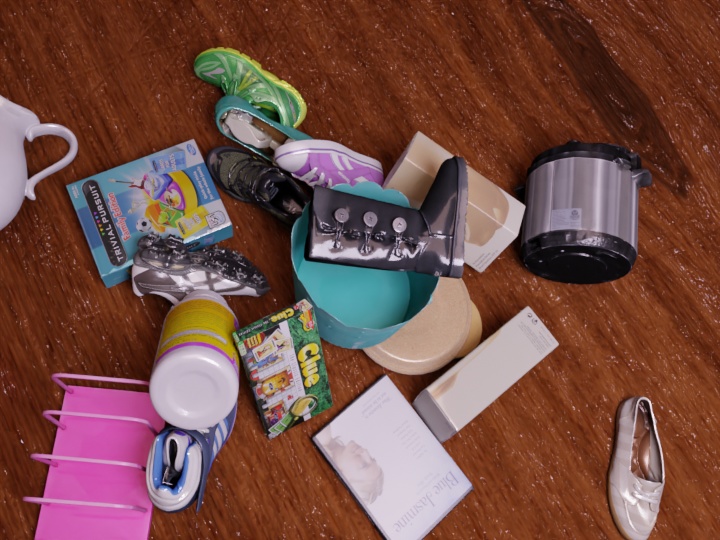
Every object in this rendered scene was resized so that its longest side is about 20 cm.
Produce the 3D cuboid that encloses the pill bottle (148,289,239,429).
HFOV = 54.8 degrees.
[{"bbox_3d":[-0.203,0.100,0.874,0.101,0.201,0.107,-3,115,-8],"label":"pill bottle"}]

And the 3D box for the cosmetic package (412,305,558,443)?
[{"bbox_3d":[0.174,0.147,0.979,0.198,0.106,0.072,-34,76,-20],"label":"cosmetic package"}]

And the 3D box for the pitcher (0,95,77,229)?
[{"bbox_3d":[-0.503,-0.146,0.982,0.168,0.121,0.204,14,56,-20],"label":"pitcher"}]

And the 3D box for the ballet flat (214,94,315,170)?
[{"bbox_3d":[-0.137,-0.192,1.057,0.197,0.068,0.071,29,34,-11],"label":"ballet flat"}]

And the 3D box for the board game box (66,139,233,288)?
[{"bbox_3d":[-0.306,-0.087,1.019,0.196,0.047,0.153,-24,75,-17],"label":"board game box"}]

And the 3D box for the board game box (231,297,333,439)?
[{"bbox_3d":[-0.095,0.132,0.898,0.103,0.203,0.023,-27,46,-19],"label":"board game box"}]

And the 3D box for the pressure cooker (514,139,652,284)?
[{"bbox_3d":[0.335,-0.099,1.053,0.171,0.179,0.205,11,71,-8],"label":"pressure cooker"}]

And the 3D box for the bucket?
[{"bbox_3d":[0.000,0.000,0.936,0.201,0.135,0.213,3,69,-8],"label":"bucket"}]

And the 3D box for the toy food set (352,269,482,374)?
[{"bbox_3d":[0.074,0.054,1.027,0.196,0.049,0.201,-23,75,-16],"label":"toy food set"}]

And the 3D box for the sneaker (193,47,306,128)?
[{"bbox_3d":[-0.181,-0.282,1.097,0.197,0.074,0.085,28,64,2],"label":"sneaker"}]

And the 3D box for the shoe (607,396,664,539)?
[{"bbox_3d":[0.394,0.279,0.990,0.068,0.054,0.205,10,69,-5],"label":"shoe"}]

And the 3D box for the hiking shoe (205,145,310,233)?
[{"bbox_3d":[-0.143,-0.133,1.027,0.197,0.101,0.077,31,75,1],"label":"hiking shoe"}]

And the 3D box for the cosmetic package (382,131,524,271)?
[{"bbox_3d":[0.133,-0.099,1.033,0.197,0.106,0.072,32,48,-5],"label":"cosmetic package"}]

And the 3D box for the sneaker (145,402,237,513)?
[{"bbox_3d":[-0.208,0.200,0.874,0.079,0.147,0.204,18,68,-2],"label":"sneaker"}]

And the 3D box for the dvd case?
[{"bbox_3d":[0.044,0.266,0.959,0.142,0.018,0.201,-36,79,-20],"label":"dvd case"}]

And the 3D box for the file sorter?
[{"bbox_3d":[-0.325,0.238,0.853,0.135,0.126,0.205,6,69,-6],"label":"file sorter"}]

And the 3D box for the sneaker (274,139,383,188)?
[{"bbox_3d":[-0.038,-0.120,1.028,0.197,0.072,0.118,9,72,-37],"label":"sneaker"}]

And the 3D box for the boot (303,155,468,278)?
[{"bbox_3d":[0.033,-0.078,0.868,0.194,0.066,0.169,6,67,-3],"label":"boot"}]

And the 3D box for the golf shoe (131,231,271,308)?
[{"bbox_3d":[-0.228,0.014,0.988,0.196,0.096,0.078,17,24,-24],"label":"golf shoe"}]
